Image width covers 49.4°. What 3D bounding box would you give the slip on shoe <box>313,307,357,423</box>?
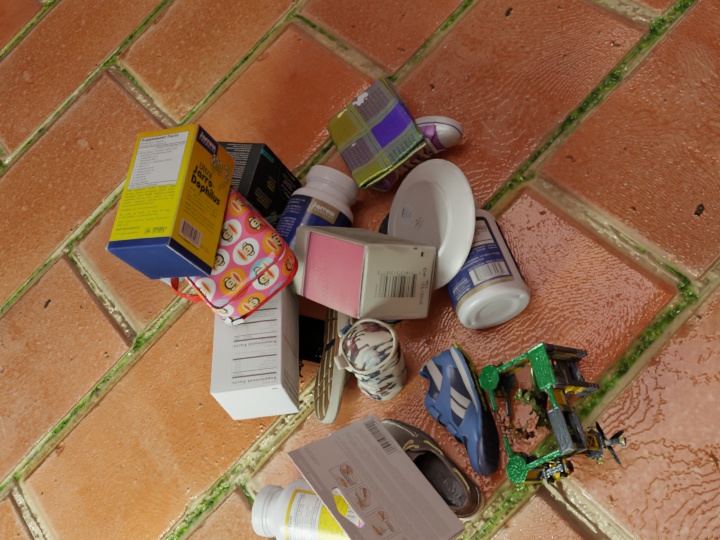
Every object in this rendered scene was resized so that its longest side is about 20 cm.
[{"bbox_3d":[-0.027,0.141,1.221,0.076,0.060,0.200,-40,39,52],"label":"slip on shoe"}]

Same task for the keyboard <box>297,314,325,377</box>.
[{"bbox_3d":[-0.135,0.120,1.301,0.200,0.040,0.104,11,63,20],"label":"keyboard"}]

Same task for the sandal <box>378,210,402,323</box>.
[{"bbox_3d":[0.064,-0.012,1.272,0.075,0.045,0.200,5,83,32],"label":"sandal"}]

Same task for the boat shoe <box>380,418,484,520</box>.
[{"bbox_3d":[0.087,0.274,1.109,0.200,0.060,0.072,38,85,33],"label":"boat shoe"}]

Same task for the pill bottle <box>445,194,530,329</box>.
[{"bbox_3d":[0.170,-0.022,1.183,0.111,0.111,0.200,-26,58,11],"label":"pill bottle"}]

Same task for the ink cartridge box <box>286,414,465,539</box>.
[{"bbox_3d":[0.015,0.296,1.014,0.200,0.176,0.045,48,126,24],"label":"ink cartridge box"}]

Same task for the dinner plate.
[{"bbox_3d":[0.096,-0.069,1.177,0.200,0.024,0.201,-14,73,54],"label":"dinner plate"}]

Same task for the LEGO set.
[{"bbox_3d":[0.261,0.194,1.063,0.154,0.116,0.200,-47,47,34],"label":"LEGO set"}]

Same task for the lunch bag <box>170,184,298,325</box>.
[{"bbox_3d":[-0.210,-0.019,1.194,0.176,0.082,0.200,-41,58,-4],"label":"lunch bag"}]

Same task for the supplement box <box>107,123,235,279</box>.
[{"bbox_3d":[-0.274,-0.099,1.154,0.109,0.110,0.200,-3,65,24],"label":"supplement box"}]

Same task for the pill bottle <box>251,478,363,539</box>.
[{"bbox_3d":[-0.050,0.353,1.108,0.200,0.104,0.104,1,67,25],"label":"pill bottle"}]

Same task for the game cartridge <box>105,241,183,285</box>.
[{"bbox_3d":[-0.389,-0.061,1.497,0.200,0.041,0.133,24,74,31],"label":"game cartridge"}]

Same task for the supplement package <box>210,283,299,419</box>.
[{"bbox_3d":[-0.160,0.115,1.219,0.109,0.114,0.200,-8,57,8],"label":"supplement package"}]

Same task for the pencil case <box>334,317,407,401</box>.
[{"bbox_3d":[0.019,0.133,1.133,0.089,0.200,0.078,-17,67,2],"label":"pencil case"}]

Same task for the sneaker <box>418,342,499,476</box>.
[{"bbox_3d":[0.140,0.204,1.115,0.082,0.074,0.200,-25,52,14],"label":"sneaker"}]

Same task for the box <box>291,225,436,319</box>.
[{"bbox_3d":[0.000,0.000,1.176,0.200,0.128,0.109,17,104,56],"label":"box"}]

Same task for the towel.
[{"bbox_3d":[0.021,-0.236,1.332,0.144,0.023,0.200,-36,47,13],"label":"towel"}]

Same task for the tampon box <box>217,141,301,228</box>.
[{"bbox_3d":[-0.214,-0.102,1.368,0.126,0.150,0.200,6,69,25],"label":"tampon box"}]

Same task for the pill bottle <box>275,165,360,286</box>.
[{"bbox_3d":[-0.081,-0.067,1.313,0.116,0.116,0.200,15,74,29],"label":"pill bottle"}]

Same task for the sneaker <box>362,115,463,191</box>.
[{"bbox_3d":[0.079,-0.187,1.322,0.200,0.073,0.114,-10,55,32],"label":"sneaker"}]
